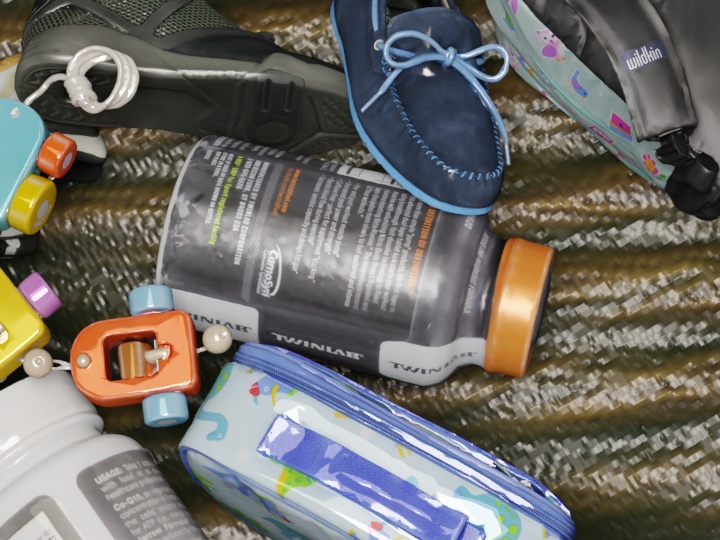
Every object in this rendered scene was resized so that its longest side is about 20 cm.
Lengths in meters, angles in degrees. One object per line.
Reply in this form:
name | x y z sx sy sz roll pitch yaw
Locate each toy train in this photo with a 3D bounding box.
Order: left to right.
toy train | -0.149 -0.007 1.150 0.149 0.056 0.201 -13 74 0

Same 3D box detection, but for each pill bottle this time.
pill bottle | -0.133 0.157 1.150 0.114 0.114 0.200 -36 75 -5
pill bottle | 0.000 0.000 1.185 0.199 0.106 0.107 13 76 8

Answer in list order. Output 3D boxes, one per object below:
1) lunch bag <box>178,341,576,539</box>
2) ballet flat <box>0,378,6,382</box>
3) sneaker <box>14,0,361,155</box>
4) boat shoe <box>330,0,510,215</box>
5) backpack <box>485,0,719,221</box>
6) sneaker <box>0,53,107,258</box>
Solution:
lunch bag | 0.012 0.116 1.124 0.199 0.161 0.083 27 79 12
ballet flat | -0.283 0.050 1.224 0.199 0.072 0.072 11 76 11
sneaker | -0.086 -0.128 1.241 0.198 0.076 0.115 8 54 -8
boat shoe | 0.028 -0.114 1.189 0.084 0.069 0.200 3 42 -32
backpack | 0.154 -0.135 1.200 0.200 0.127 0.167 41 70 15
sneaker | -0.219 -0.031 1.212 0.088 0.076 0.200 43 66 4
